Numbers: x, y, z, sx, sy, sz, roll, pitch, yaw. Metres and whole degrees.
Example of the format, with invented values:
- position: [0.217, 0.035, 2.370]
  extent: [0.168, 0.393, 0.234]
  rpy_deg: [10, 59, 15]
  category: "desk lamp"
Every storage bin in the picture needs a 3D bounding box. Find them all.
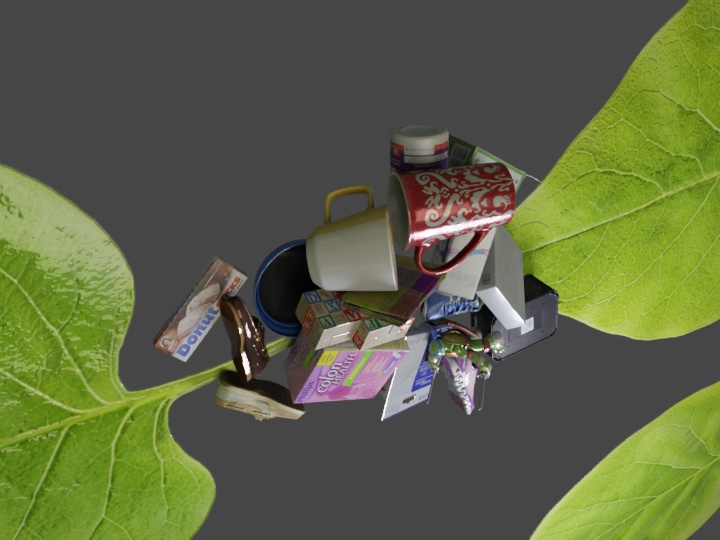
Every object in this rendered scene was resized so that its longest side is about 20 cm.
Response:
- position: [0.374, 0.114, 1.331]
  extent: [0.196, 0.094, 0.138]
  rpy_deg: [-20, 121, -16]
  category: "storage bin"

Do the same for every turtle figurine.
- position: [0.225, 0.203, 1.204]
  extent: [0.191, 0.203, 0.144]
  rpy_deg: [-12, 159, -40]
  category: "turtle figurine"

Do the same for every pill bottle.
- position: [0.111, -0.167, 1.048]
  extent: [0.109, 0.111, 0.205]
  rpy_deg: [-13, 119, -20]
  category: "pill bottle"

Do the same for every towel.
- position: [0.065, 0.031, 1.022]
  extent: [0.200, 0.141, 0.023]
  rpy_deg: [-42, 138, -47]
  category: "towel"

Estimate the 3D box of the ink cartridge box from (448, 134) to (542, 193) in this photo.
- position: [0.262, -0.202, 1.113]
  extent: [0.197, 0.104, 0.060]
  rpy_deg: [17, 107, -32]
  category: "ink cartridge box"

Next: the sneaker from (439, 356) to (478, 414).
- position: [0.259, 0.269, 1.361]
  extent: [0.088, 0.080, 0.203]
  rpy_deg: [-32, 123, -18]
  category: "sneaker"

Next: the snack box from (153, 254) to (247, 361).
- position: [-0.295, 0.071, 1.010]
  extent: [0.071, 0.024, 0.201]
  rpy_deg: [34, 95, -36]
  category: "snack box"

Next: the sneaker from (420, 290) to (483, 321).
- position: [0.226, 0.061, 1.239]
  extent: [0.197, 0.077, 0.077]
  rpy_deg: [-27, 125, -11]
  category: "sneaker"

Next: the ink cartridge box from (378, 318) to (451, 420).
- position: [0.116, 0.217, 1.238]
  extent: [0.195, 0.047, 0.204]
  rpy_deg: [-6, 118, -51]
  category: "ink cartridge box"

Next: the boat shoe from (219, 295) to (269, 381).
- position: [-0.216, 0.122, 1.046]
  extent: [0.070, 0.070, 0.203]
  rpy_deg: [-30, 139, -30]
  category: "boat shoe"

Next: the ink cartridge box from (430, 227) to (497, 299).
- position: [0.211, -0.066, 1.118]
  extent: [0.081, 0.146, 0.204]
  rpy_deg: [13, 109, -4]
  category: "ink cartridge box"

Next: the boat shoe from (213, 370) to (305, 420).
- position: [-0.207, 0.269, 1.128]
  extent: [0.197, 0.074, 0.067]
  rpy_deg: [27, 104, -24]
  category: "boat shoe"

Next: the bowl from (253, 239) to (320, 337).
- position: [-0.117, 0.034, 1.074]
  extent: [0.196, 0.039, 0.205]
  rpy_deg: [-12, 118, -22]
  category: "bowl"

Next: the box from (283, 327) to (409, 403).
- position: [-0.031, 0.176, 1.112]
  extent: [0.196, 0.098, 0.177]
  rpy_deg: [5, 134, -30]
  category: "box"

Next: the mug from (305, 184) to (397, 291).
- position: [-0.016, -0.041, 0.993]
  extent: [0.149, 0.189, 0.152]
  rpy_deg: [-9, 129, 7]
  category: "mug"

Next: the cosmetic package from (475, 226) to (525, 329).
- position: [0.303, 0.000, 1.187]
  extent: [0.051, 0.203, 0.150]
  rpy_deg: [-20, 133, 34]
  category: "cosmetic package"

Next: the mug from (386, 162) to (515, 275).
- position: [0.156, -0.103, 0.964]
  extent: [0.195, 0.135, 0.180]
  rpy_deg: [-11, 134, -10]
  category: "mug"

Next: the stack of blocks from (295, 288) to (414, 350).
- position: [-0.009, 0.085, 1.027]
  extent: [0.197, 0.116, 0.059]
  rpy_deg: [-11, 143, -37]
  category: "stack of blocks"
